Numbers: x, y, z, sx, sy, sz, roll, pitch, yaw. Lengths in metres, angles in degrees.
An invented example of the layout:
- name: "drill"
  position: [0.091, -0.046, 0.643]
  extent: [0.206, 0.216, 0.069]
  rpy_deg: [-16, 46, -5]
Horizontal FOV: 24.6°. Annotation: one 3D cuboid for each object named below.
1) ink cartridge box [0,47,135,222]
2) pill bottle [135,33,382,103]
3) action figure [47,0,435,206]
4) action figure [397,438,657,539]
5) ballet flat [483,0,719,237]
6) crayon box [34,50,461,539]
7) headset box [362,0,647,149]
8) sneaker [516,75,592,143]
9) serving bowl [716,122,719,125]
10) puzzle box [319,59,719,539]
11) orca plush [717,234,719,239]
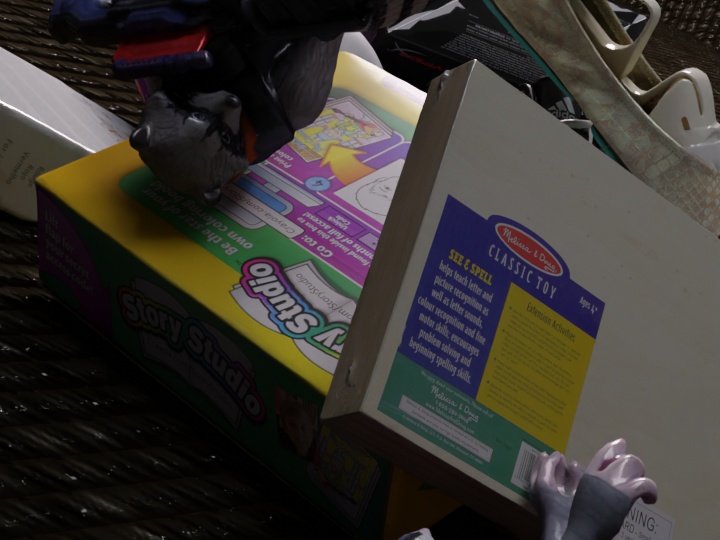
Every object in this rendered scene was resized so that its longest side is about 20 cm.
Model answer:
- name: "ink cartridge box"
  position: [-0.158, -0.062, 0.806]
  extent: [0.199, 0.050, 0.162]
  rpy_deg: [33, 6, -39]
- name: "pill bottle"
  position: [-0.052, -0.094, 0.866]
  extent: [0.112, 0.113, 0.200]
  rpy_deg: [16, 14, -21]
- name: "action figure"
  position: [-0.012, -0.099, 0.636]
  extent: [0.199, 0.194, 0.105]
  rpy_deg: [8, -41, 46]
- name: "action figure"
  position: [0.071, 0.123, 0.447]
  extent: [0.198, 0.150, 0.134]
  rpy_deg: [7, -6, 18]
- name: "ballet flat"
  position: [0.132, -0.092, 0.801]
  extent: [0.200, 0.062, 0.067]
  rpy_deg: [51, 30, 7]
- name: "crayon box"
  position: [0.000, 0.000, 0.650]
  extent: [0.172, 0.059, 0.199]
  rpy_deg: [-28, 48, -36]
- name: "headset box"
  position: [0.055, -0.101, 0.974]
  extent: [0.148, 0.076, 0.200]
  rpy_deg: [19, -24, -13]
- name: "sneaker"
  position: [0.088, -0.043, 0.824]
  extent: [0.075, 0.117, 0.200]
  rpy_deg: [3, 0, -2]
- name: "serving bowl"
  position: [0.193, 0.009, 0.893]
  extent: [0.199, 0.066, 0.201]
  rpy_deg: [32, 38, -29]
- name: "puzzle box"
  position: [0.086, 0.034, 0.574]
  extent: [0.199, 0.134, 0.025]
  rpy_deg: [33, -27, -26]
- name: "orca plush"
  position: [0.241, 0.034, 0.779]
  extent: [0.071, 0.106, 0.200]
  rpy_deg: [-4, -46, 43]
